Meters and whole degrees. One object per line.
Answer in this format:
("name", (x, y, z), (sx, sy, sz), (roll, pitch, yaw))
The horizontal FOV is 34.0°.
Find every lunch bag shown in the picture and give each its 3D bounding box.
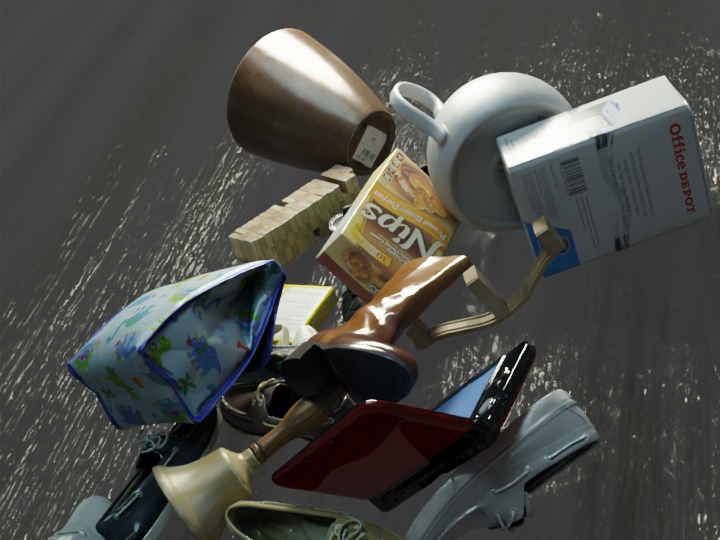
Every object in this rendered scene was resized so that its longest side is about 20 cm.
("lunch bag", (-0.186, 0.070, 1.270), (0.169, 0.128, 0.201), (-12, 31, 47))

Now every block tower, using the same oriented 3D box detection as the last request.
("block tower", (-0.079, -0.063, 1.510), (0.199, 0.058, 0.054), (-38, 34, -29))

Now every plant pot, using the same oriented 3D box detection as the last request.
("plant pot", (-0.052, -0.211, 1.632), (0.187, 0.188, 0.199), (-41, 51, -23))

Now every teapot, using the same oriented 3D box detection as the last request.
("teapot", (0.155, -0.153, 1.380), (0.195, 0.202, 0.147), (-24, 37, 0))

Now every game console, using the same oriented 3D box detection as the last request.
("game console", (0.038, 0.129, 1.056), (0.200, 0.118, 0.173), (-44, 9, 50))

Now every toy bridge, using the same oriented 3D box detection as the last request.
("toy bridge", (0.136, 0.026, 1.260), (0.199, 0.067, 0.027), (-37, 30, 17))

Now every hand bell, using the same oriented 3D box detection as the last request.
("hand bell", (-0.094, 0.174, 1.153), (0.199, 0.105, 0.104), (-37, 35, -8))

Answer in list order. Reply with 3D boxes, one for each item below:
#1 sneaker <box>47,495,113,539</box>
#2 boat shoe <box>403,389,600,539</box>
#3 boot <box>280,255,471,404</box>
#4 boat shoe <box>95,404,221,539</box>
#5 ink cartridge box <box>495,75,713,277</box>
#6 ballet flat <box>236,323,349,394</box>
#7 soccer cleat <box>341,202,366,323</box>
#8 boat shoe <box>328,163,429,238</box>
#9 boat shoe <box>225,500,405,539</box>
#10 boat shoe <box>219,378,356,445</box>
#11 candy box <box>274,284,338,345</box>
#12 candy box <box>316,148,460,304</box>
("sneaker", (-0.291, 0.292, 1.159), (0.069, 0.081, 0.201), (-12, 34, 20))
("boat shoe", (0.129, 0.193, 1.047), (0.199, 0.072, 0.069), (-37, 66, -16))
("boot", (0.043, 0.053, 1.138), (0.199, 0.069, 0.187), (-37, 11, -31))
("boat shoe", (-0.210, 0.204, 1.228), (0.075, 0.062, 0.201), (-29, 25, 48))
("ink cartridge box", (0.265, -0.101, 1.284), (0.197, 0.148, 0.086), (-20, 31, 5))
("ballet flat", (-0.081, 0.092, 1.300), (0.198, 0.073, 0.072), (2, 41, 35))
("soccer cleat", (0.000, 0.000, 1.369), (0.067, 0.082, 0.201), (-18, 37, 8))
("boat shoe", (0.047, -0.093, 1.476), (0.198, 0.074, 0.075), (-22, 33, 3))
("boat shoe", (-0.038, 0.246, 1.054), (0.199, 0.063, 0.074), (11, 76, 44))
("boat shoe", (-0.077, 0.144, 1.243), (0.198, 0.060, 0.072), (8, 46, 39))
("candy box", (-0.132, 0.056, 1.428), (0.198, 0.027, 0.103), (2, 42, 35))
("candy box", (0.039, -0.041, 1.345), (0.055, 0.115, 0.201), (-43, 9, 38))
